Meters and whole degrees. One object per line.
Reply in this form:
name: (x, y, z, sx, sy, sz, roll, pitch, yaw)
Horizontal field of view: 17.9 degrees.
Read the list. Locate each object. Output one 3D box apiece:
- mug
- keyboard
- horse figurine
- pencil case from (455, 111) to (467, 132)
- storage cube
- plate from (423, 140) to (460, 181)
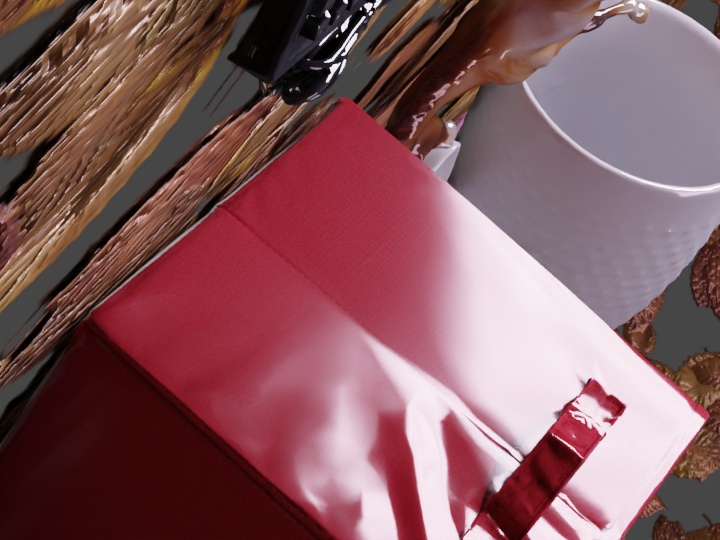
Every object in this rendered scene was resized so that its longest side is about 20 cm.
mug: (0.128, -0.057, 1.268, 0.200, 0.148, 0.175, -53, 174, -45)
keyboard: (0.029, -0.107, 0.640, 0.200, 0.021, 0.127, -44, 175, -40)
horse figurine: (0.093, -0.120, 0.958, 0.133, 0.050, 0.200, -22, 168, -41)
pencil case: (0.082, -0.051, 1.448, 0.200, 0.087, 0.083, 111, -12, -81)
storage cube: (-0.017, 0.079, 0.824, 0.171, 0.180, 0.200, -45, 174, -45)
plate: (-0.031, 0.016, 1.176, 0.200, 0.032, 0.200, -47, 175, -8)
